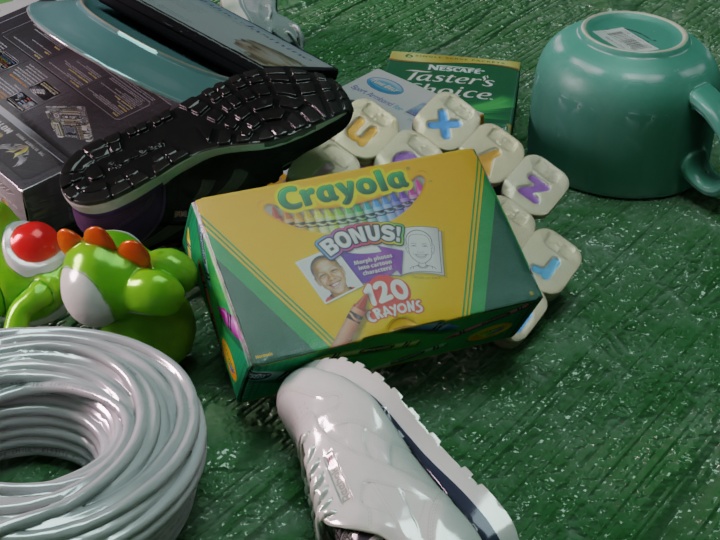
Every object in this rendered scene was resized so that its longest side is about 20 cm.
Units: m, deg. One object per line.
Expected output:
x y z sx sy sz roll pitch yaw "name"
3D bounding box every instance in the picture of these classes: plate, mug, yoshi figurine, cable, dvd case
-0.148 -0.161 1.028 0.200 0.026 0.200 25 13 -6 "plate"
0.233 -0.142 1.147 0.185 0.115 0.152 10 33 13 "mug"
-0.187 0.024 0.904 0.200 0.113 0.112 3 -11 29 "yoshi figurine"
-0.184 0.107 0.769 0.200 0.069 0.200 -7 33 -17 "cable"
-0.105 -0.185 1.104 0.143 0.018 0.200 29 14 9 "dvd case"

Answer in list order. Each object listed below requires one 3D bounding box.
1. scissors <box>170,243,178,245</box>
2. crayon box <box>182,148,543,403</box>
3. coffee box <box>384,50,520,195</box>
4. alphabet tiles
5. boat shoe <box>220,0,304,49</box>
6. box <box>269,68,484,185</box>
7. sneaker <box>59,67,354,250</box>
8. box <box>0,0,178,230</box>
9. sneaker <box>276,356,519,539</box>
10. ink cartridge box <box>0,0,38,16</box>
-0.100 -0.064 1.097 0.200 0.014 0.073 -25 39 -33 "scissors"
0.000 0.000 0.890 0.200 0.058 0.119 -13 65 -21 "crayon box"
0.068 -0.123 1.171 0.123 0.044 0.200 7 33 8 "coffee box"
0.051 -0.035 0.968 0.200 0.015 0.196 37 58 7 "alphabet tiles"
-0.087 -0.214 1.284 0.071 0.070 0.201 -7 31 -9 "boat shoe"
0.000 -0.093 1.053 0.200 0.042 0.119 -34 44 -30 "box"
-0.097 -0.068 0.948 0.200 0.088 0.076 -21 47 -5 "sneaker"
-0.235 -0.118 1.033 0.158 0.048 0.200 -33 52 -31 "box"
0.001 0.118 0.765 0.080 0.077 0.200 -26 39 -23 "sneaker"
-0.247 -0.188 1.220 0.200 0.084 0.146 -3 33 -7 "ink cartridge box"
